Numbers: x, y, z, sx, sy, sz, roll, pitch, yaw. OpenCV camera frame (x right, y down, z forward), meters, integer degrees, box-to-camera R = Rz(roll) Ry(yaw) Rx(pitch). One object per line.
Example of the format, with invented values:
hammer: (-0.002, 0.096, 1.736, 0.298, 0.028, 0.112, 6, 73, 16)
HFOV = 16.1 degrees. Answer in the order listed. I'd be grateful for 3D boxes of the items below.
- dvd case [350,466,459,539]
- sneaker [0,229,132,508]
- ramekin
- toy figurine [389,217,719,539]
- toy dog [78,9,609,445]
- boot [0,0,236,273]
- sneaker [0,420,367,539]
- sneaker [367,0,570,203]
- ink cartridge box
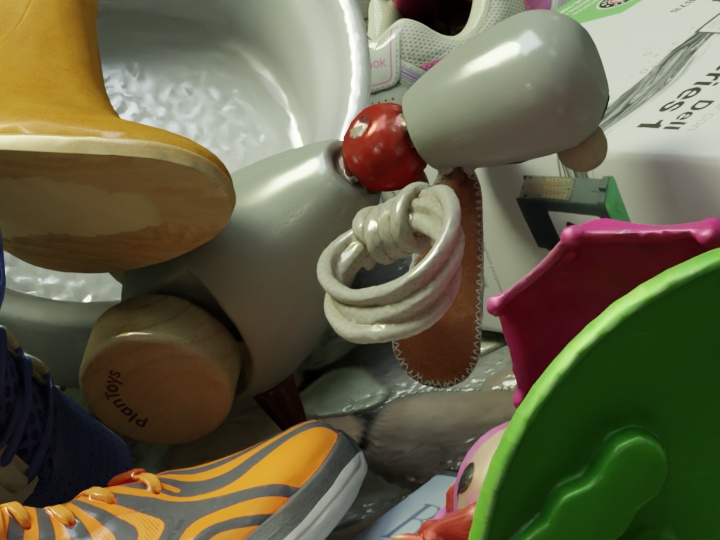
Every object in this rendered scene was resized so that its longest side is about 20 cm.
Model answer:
dvd case: (0.001, 0.119, 0.684, 0.200, 0.018, 0.143, -34, 23, -31)
sneaker: (-0.135, 0.028, 0.777, 0.115, 0.199, 0.081, -27, 44, 36)
ramekin: (-0.097, -0.053, 0.952, 0.200, 0.201, 0.098, -26, -22, -12)
toy figurine: (0.067, 0.060, 0.622, 0.200, 0.150, 0.184, -41, 14, 4)
toy dog: (0.000, 0.000, 0.806, 0.200, 0.096, 0.132, -11, 46, 43)
boot: (-0.104, -0.074, 0.831, 0.201, 0.071, 0.144, -1, 55, 37)
sneaker: (-0.094, 0.074, 0.735, 0.200, 0.112, 0.078, -34, -4, -32)
sneaker: (0.056, -0.102, 1.088, 0.081, 0.088, 0.200, -8, 24, 32)
ink cartridge box: (0.123, -0.040, 0.868, 0.146, 0.084, 0.200, -34, 23, -30)
